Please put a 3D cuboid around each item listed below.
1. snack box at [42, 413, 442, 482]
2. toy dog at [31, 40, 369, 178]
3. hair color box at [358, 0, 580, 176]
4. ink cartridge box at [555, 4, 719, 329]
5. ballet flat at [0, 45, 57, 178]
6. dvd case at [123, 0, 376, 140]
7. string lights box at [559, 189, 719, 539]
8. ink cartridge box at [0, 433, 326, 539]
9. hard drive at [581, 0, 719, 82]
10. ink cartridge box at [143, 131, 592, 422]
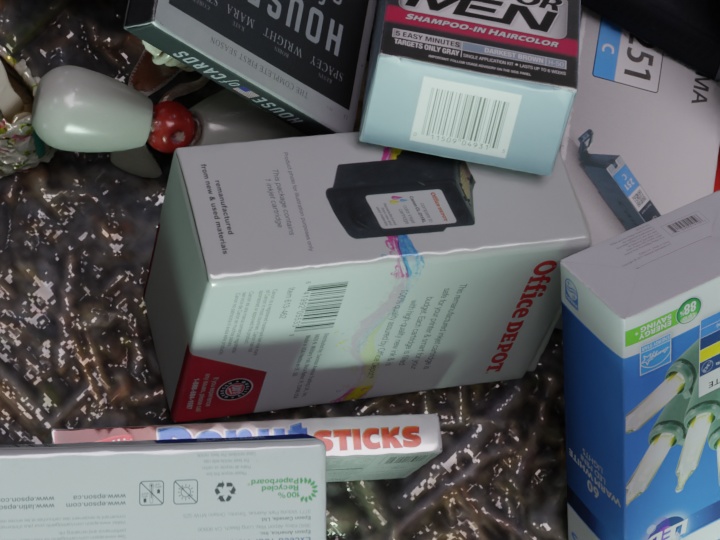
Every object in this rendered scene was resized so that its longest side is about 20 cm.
[{"bbox_3d":[-0.063,0.095,1.185,0.200,0.072,0.024,-1,76,-15],"label":"snack box"},{"bbox_3d":[-0.076,-0.090,1.223,0.200,0.096,0.132,30,107,-35],"label":"toy dog"},{"bbox_3d":[0.060,-0.142,1.186,0.099,0.061,0.200,10,43,-3],"label":"hair color box"},{"bbox_3d":[0.191,-0.050,1.313,0.176,0.045,0.200,14,70,-10],"label":"ink cartridge box"},{"bbox_3d":[-0.235,-0.130,1.213,0.200,0.064,0.076,38,69,-1],"label":"ballet flat"},{"bbox_3d":[-0.041,-0.182,1.137,0.150,0.025,0.200,27,65,-46],"label":"dvd case"},{"bbox_3d":[0.161,0.068,1.192,0.103,0.200,0.059,-23,42,-20],"label":"string lights box"},{"bbox_3d":[-0.114,0.181,1.114,0.199,0.041,0.200,0,90,-15],"label":"ink cartridge box"},{"bbox_3d":[0.198,-0.223,1.304,0.135,0.042,0.200,28,78,-11],"label":"hard drive"},{"bbox_3d":[0.000,0.000,1.187,0.200,0.146,0.083,-6,59,-17],"label":"ink cartridge box"}]
